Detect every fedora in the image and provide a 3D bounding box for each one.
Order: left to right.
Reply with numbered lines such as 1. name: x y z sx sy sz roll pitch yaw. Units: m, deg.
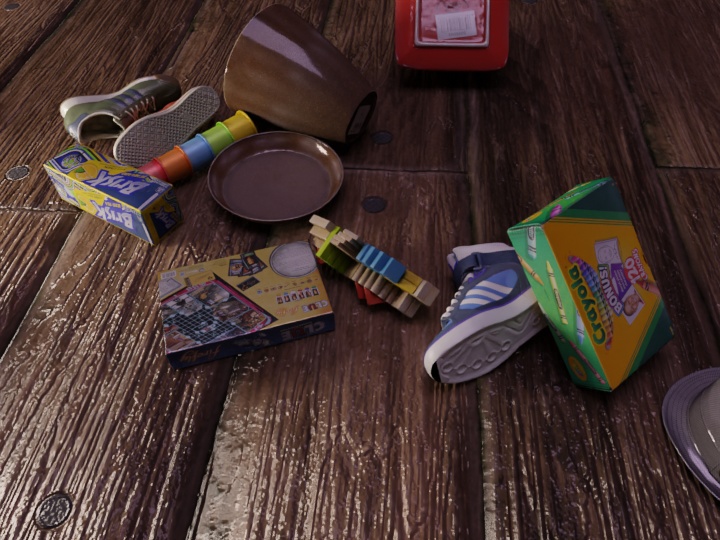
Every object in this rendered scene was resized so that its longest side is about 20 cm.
1. fedora: 0.412 0.154 0.636 0.176 0.090 0.200 -13 48 -10

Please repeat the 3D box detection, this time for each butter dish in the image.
1. butter dish: 0.161 -0.445 1.175 0.199 0.148 0.200 2 87 1

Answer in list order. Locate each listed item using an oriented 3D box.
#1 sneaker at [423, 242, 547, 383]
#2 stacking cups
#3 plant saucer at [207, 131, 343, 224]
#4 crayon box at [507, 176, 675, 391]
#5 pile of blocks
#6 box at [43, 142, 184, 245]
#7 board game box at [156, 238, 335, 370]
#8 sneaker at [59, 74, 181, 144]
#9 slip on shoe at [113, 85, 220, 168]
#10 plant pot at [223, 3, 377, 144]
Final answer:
1. sneaker: 0.130 0.038 0.773 0.200 0.081 0.146 -29 41 -15
2. stacking cups: -0.252 -0.177 0.990 0.200 0.061 0.060 -36 56 -26
3. plant saucer: -0.125 -0.135 0.958 0.199 0.032 0.201 0 50 0
4. crayon box: 0.257 0.015 0.710 0.119 0.201 0.058 -31 11 -24
5. pile of blocks: 0.000 0.000 0.802 0.200 0.082 0.062 31 84 30
6. box: -0.353 -0.112 0.923 0.199 0.070 0.064 24 54 22
7. board game box: -0.145 0.037 0.802 0.199 0.035 0.136 -13 48 -10
8. sneaker: -0.389 -0.259 1.070 0.200 0.067 0.090 -19 57 -15
9. slip on shoe: -0.315 -0.230 1.044 0.200 0.074 0.061 -47 26 -27
10. plant pot: -0.081 -0.290 1.026 0.200 0.187 0.187 32 54 10
